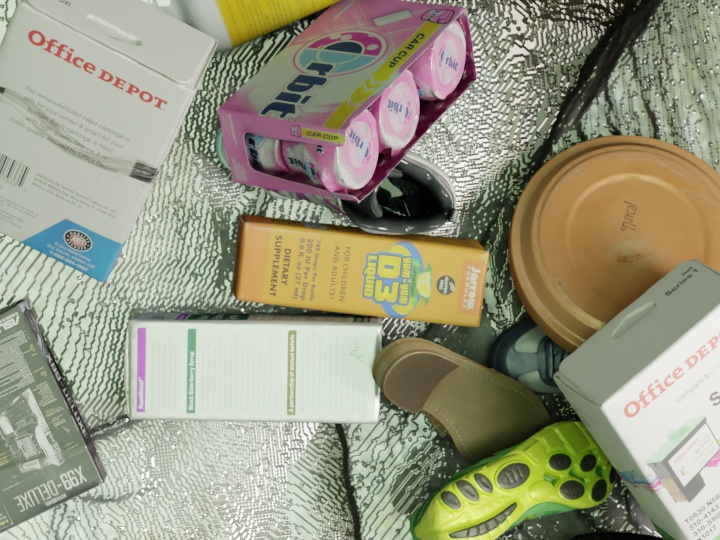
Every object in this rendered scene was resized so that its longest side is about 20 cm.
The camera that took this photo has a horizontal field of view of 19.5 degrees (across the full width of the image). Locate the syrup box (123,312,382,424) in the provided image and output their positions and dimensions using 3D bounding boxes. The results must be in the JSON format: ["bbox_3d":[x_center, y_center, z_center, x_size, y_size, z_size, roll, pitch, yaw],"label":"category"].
[{"bbox_3d":[-0.082,0.075,1.647,0.198,0.079,0.082,2,92,1],"label":"syrup box"}]

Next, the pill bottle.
[{"bbox_3d":[-0.091,-0.237,1.624,0.199,0.112,0.113,-24,95,-4],"label":"pill bottle"}]

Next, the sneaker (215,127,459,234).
[{"bbox_3d":[-0.015,-0.077,1.622,0.198,0.140,0.078,14,96,-6],"label":"sneaker"}]

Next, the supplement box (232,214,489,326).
[{"bbox_3d":[0.000,0.000,1.667,0.198,0.069,0.067,6,95,-8],"label":"supplement box"}]

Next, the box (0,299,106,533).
[{"bbox_3d":[-0.321,0.137,1.653,0.199,0.050,0.159,-26,95,-3],"label":"box"}]

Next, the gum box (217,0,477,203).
[{"bbox_3d":[-0.010,-0.130,1.580,0.113,0.200,0.067,10,129,30],"label":"gum box"}]

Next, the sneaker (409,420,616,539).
[{"bbox_3d":[0.120,0.171,1.669,0.199,0.083,0.075,-15,88,-34],"label":"sneaker"}]

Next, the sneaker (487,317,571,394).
[{"bbox_3d":[0.202,0.062,1.680,0.198,0.082,0.071,-10,95,-4],"label":"sneaker"}]

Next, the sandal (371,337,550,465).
[{"bbox_3d":[0.074,0.091,1.663,0.078,0.070,0.211,-46,136,10],"label":"sandal"}]

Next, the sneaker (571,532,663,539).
[{"bbox_3d":[0.262,0.265,1.700,0.198,0.074,0.089,14,90,-5],"label":"sneaker"}]

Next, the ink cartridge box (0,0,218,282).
[{"bbox_3d":[-0.213,-0.113,1.586,0.144,0.084,0.201,27,125,-6],"label":"ink cartridge box"}]

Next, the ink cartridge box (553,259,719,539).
[{"bbox_3d":[0.263,0.116,1.593,0.145,0.084,0.201,-39,114,-7],"label":"ink cartridge box"}]

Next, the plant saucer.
[{"bbox_3d":[0.216,-0.018,1.659,0.198,0.032,0.202,2,65,-4],"label":"plant saucer"}]
